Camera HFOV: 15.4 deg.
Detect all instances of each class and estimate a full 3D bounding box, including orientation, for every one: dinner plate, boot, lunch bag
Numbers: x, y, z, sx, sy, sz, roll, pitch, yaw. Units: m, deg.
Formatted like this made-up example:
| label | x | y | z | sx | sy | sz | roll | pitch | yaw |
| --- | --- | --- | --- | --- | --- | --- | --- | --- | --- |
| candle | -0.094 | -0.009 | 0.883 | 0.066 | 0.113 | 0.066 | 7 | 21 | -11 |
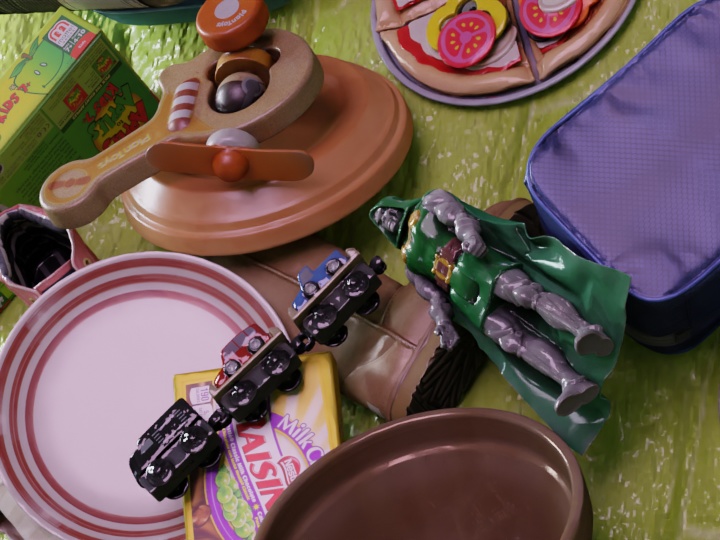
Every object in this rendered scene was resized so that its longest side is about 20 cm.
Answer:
| label | x | y | z | sx | sy | sz | roll | pitch | yaw |
| --- | --- | --- | --- | --- | --- | --- | --- | --- | --- |
| dinner plate | -0.135 | 0.084 | 1.663 | 0.199 | 0.024 | 0.201 | -2 | 69 | 6 |
| boot | 0.000 | 0.000 | 1.681 | 0.200 | 0.066 | 0.175 | 26 | 77 | 37 |
| lunch bag | 0.195 | -0.045 | 1.570 | 0.200 | 0.132 | 0.136 | -40 | 68 | -1 |

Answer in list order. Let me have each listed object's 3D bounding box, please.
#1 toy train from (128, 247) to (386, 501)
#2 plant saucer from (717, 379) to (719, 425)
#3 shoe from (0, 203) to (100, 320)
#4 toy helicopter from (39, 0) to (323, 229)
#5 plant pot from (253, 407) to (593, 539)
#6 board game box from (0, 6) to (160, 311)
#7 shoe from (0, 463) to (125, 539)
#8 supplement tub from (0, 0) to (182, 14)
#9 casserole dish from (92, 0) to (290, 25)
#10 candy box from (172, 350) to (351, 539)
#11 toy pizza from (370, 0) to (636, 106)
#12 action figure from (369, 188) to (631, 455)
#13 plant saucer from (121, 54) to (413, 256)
| label | x | y | z | sx | sy | sz | roll | pitch | yaw |
| --- | --- | --- | --- | --- | --- | --- | --- | --- | --- |
| toy train | -0.063 | 0.058 | 1.603 | 0.200 | 0.034 | 0.046 | -44 | 58 | -7 |
| plant saucer | 0.294 | 0.054 | 1.507 | 0.199 | 0.050 | 0.201 | -13 | 55 | 19 |
| shoe | -0.176 | 0.037 | 1.732 | 0.071 | 0.091 | 0.200 | -40 | 51 | -1 |
| toy helicopter | -0.111 | -0.082 | 1.685 | 0.200 | 0.079 | 0.132 | -31 | 44 | 1 |
| plant pot | 0.044 | 0.177 | 1.512 | 0.200 | 0.093 | 0.201 | -16 | 35 | 11 |
| board game box | -0.231 | -0.071 | 1.822 | 0.048 | 0.102 | 0.200 | 31 | 77 | 37 |
| shoe | -0.218 | 0.149 | 1.696 | 0.053 | 0.070 | 0.200 | -43 | 53 | -14 |
| supplement tub | -0.185 | -0.242 | 1.846 | 0.199 | 0.123 | 0.123 | 0 | 60 | 27 |
| casserole dish | -0.111 | -0.227 | 1.901 | 0.199 | 0.039 | 0.121 | -2 | 59 | 25 |
| candy box | -0.055 | 0.152 | 1.599 | 0.102 | 0.026 | 0.201 | -8 | 70 | 5 |
| toy pizza | 0.095 | -0.200 | 1.781 | 0.200 | 0.032 | 0.201 | -13 | 55 | 20 |
| action figure | 0.072 | 0.009 | 1.556 | 0.200 | 0.055 | 0.118 | 39 | 123 | 41 |
| plant saucer | -0.065 | -0.084 | 1.742 | 0.199 | 0.038 | 0.200 | -13 | 35 | 9 |
